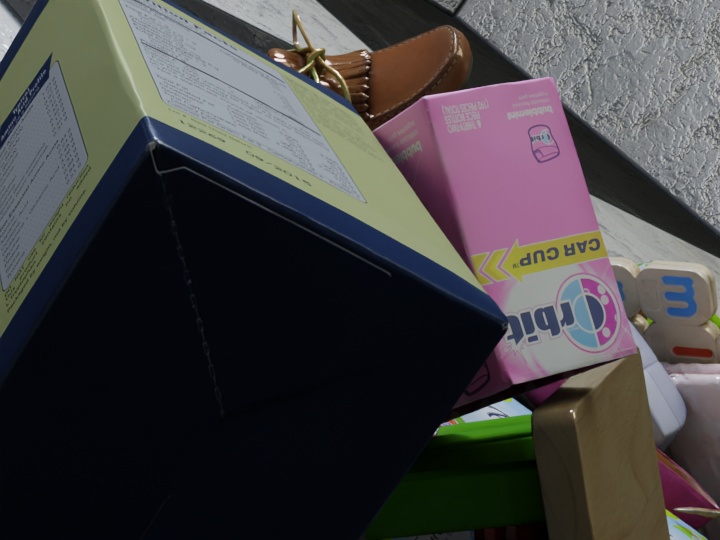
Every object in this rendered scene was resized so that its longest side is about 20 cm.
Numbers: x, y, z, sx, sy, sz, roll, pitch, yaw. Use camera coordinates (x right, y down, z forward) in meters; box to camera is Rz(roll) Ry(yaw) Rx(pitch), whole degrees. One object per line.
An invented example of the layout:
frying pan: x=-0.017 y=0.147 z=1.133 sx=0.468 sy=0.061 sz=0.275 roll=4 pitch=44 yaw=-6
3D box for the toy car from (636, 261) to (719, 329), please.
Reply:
toy car: x=0.146 y=0.044 z=1.250 sx=0.199 sy=0.158 sz=0.164 roll=23 pitch=10 yaw=-1

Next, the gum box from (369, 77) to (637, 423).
gum box: x=0.020 y=0.008 z=0.723 sx=0.066 sy=0.200 sz=0.114 roll=-12 pitch=81 yaw=-30

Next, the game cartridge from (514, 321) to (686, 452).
game cartridge: x=0.121 y=0.057 z=1.114 sx=0.040 sy=0.134 sz=0.200 roll=-28 pitch=67 yaw=-35

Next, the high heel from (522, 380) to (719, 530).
high heel: x=0.147 y=0.071 z=1.032 sx=0.067 sy=0.096 sz=0.201 roll=-47 pitch=119 yaw=-70

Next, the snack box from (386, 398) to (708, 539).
snack box: x=0.102 y=0.144 z=0.936 sx=0.200 sy=0.068 sz=0.169 roll=37 pitch=14 yaw=2

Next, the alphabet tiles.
alphabet tiles: x=0.197 y=0.083 z=1.124 sx=0.195 sy=0.201 sz=0.015 roll=4 pitch=29 yaw=34

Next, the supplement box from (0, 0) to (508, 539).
supplement box: x=-0.083 y=0.025 z=0.600 sx=0.134 sy=0.200 sz=0.200 roll=28 pitch=16 yaw=-27

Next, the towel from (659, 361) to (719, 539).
towel: x=0.283 y=0.146 z=1.049 sx=0.191 sy=0.032 sz=0.201 roll=-4 pitch=-66 yaw=50

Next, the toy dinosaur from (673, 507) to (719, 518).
toy dinosaur: x=0.284 y=0.188 z=0.963 sx=0.106 sy=0.061 sz=0.200 roll=26 pitch=14 yaw=-49

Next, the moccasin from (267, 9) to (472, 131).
moccasin: x=-0.036 y=-0.091 z=0.925 sx=0.074 sy=0.200 sz=0.078 roll=-80 pitch=148 yaw=-46

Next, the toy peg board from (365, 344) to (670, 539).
toy peg board: x=0.078 y=0.148 z=0.735 sx=0.200 sy=0.097 sz=0.200 roll=-16 pitch=97 yaw=-73
